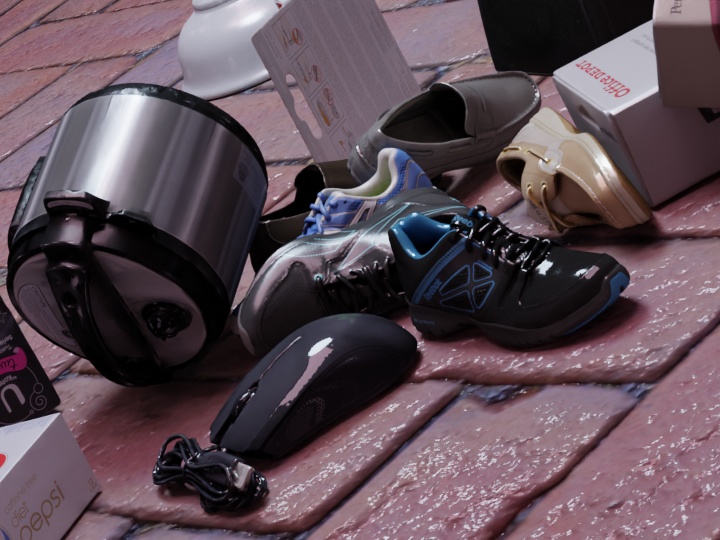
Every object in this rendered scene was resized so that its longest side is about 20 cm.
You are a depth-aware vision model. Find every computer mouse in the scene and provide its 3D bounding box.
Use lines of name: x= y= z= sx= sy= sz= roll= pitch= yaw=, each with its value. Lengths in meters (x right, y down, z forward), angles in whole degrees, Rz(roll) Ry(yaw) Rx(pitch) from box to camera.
computer mouse: x=-0.049 y=0.083 z=1.595 sx=0.200 sy=0.053 sz=0.138 roll=-35 pitch=20 yaw=-22

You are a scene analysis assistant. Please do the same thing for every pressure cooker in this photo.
pressure cooker: x=-0.171 y=-0.019 z=1.755 sx=0.179 sy=0.176 sz=0.200 roll=-41 pitch=27 yaw=51

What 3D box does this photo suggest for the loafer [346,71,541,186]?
loafer: x=0.076 y=-0.119 z=1.873 sx=0.200 sy=0.070 sz=0.070 roll=-30 pitch=-22 yaw=-37

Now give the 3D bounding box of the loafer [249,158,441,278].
loafer: x=-0.013 y=-0.060 z=1.878 sx=0.200 sy=0.071 sz=0.073 roll=-39 pitch=23 yaw=-29

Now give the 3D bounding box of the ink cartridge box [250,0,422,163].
ink cartridge box: x=-0.034 y=-0.176 z=2.061 sx=0.057 sy=0.163 sz=0.200 roll=-13 pitch=24 yaw=38

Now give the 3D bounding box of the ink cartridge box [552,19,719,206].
ink cartridge box: x=0.260 y=-0.142 z=1.718 sx=0.200 sy=0.084 sz=0.146 roll=-28 pitch=21 yaw=-3

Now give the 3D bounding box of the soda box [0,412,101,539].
soda box: x=-0.257 y=0.181 z=1.589 sx=0.064 sy=0.068 sz=0.200 roll=-14 pitch=23 yaw=31

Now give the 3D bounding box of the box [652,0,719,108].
box: x=0.302 y=-0.189 z=1.585 sx=0.200 sy=0.109 sz=0.128 roll=2 pitch=65 yaw=12

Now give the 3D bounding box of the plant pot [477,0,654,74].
plant pot: x=0.205 y=-0.296 z=2.041 sx=0.199 sy=0.178 sz=0.200 roll=-34 pitch=20 yaw=-21

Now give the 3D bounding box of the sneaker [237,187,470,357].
sneaker: x=0.000 y=0.000 z=1.710 sx=0.200 sy=0.075 sz=0.079 roll=-34 pitch=23 yaw=-18

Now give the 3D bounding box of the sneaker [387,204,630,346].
sneaker: x=0.092 y=0.001 z=1.578 sx=0.200 sy=0.082 sz=0.073 roll=-2 pitch=29 yaw=47

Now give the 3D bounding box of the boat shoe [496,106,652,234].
boat shoe: x=0.150 y=-0.060 z=1.690 sx=0.069 sy=0.074 sz=0.200 roll=-39 pitch=19 yaw=0

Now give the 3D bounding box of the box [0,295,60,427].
box: x=-0.362 y=0.107 z=1.842 sx=0.200 sy=0.115 sz=0.132 roll=-34 pitch=19 yaw=-22

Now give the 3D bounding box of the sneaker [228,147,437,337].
sneaker: x=-0.025 y=-0.018 z=1.782 sx=0.200 sy=0.077 sz=0.076 roll=-37 pitch=24 yaw=-21

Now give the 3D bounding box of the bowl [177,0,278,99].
bowl: x=-0.120 y=-0.270 z=2.519 sx=0.201 sy=0.090 sz=0.201 roll=-24 pitch=20 yaw=9
